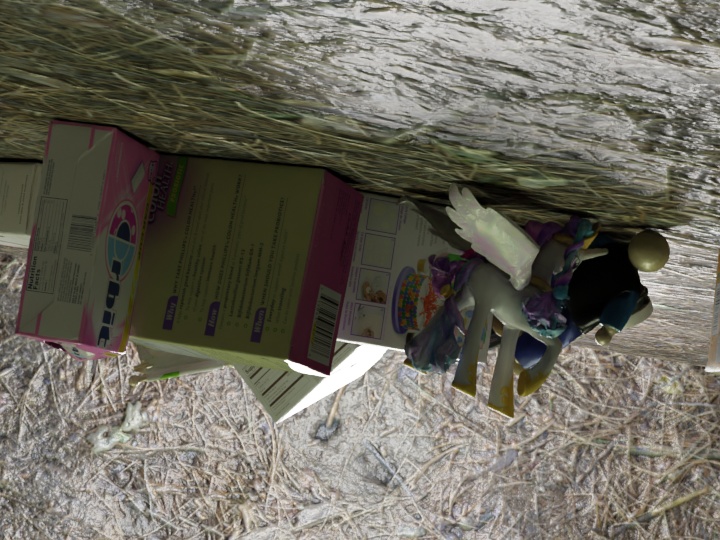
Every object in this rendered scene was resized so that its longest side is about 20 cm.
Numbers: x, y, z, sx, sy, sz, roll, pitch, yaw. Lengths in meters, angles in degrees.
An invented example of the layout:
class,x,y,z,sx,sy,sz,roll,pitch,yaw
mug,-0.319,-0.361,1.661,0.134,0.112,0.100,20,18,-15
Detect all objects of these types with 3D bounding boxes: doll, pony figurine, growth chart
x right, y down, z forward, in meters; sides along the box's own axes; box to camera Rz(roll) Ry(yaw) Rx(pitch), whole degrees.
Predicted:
class,x,y,z,sx,sy,sz,roll,pitch,yaw
doll,0.212,0.019,1.598,0.048,0.138,0.199,20,136,-41
pony figurine,0.119,0.013,1.521,0.192,0.202,0.166,27,176,-20
growth chart,-0.204,0.080,1.955,0.143,0.018,0.200,-8,-159,-6

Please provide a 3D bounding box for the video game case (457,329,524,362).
class,x,y,z,sx,sy,sz,roll,pitch,yaw
video game case,0.171,0.046,1.783,0.198,0.019,0.143,-20,-170,-8

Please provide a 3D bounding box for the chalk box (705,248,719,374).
class,x,y,z,sx,sy,sz,roll,pitch,yaw
chalk box,0.430,0.046,1.521,0.198,0.126,0.124,7,176,3

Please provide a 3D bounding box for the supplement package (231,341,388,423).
class,x,y,z,sx,sy,sz,roll,pitch,yaw
supplement package,-0.034,0.063,1.907,0.156,0.111,0.200,-43,169,31

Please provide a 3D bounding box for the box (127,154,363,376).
class,x,y,z,sx,sy,sz,roll,pitch,yaw
box,-0.117,-0.006,1.552,0.198,0.178,0.097,6,170,24

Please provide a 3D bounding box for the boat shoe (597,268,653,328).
class,x,y,z,sx,sy,sz,roll,pitch,yaw
boat shoe,0.206,0.015,1.689,0.074,0.061,0.199,-35,-153,-33

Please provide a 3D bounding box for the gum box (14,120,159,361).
class,x,y,z,sx,sy,sz,roll,pitch,yaw
gum box,-0.242,-0.021,1.479,0.065,0.202,0.113,7,174,14

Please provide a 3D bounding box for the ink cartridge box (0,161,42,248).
class,x,y,z,sx,sy,sz,roll,pitch,yaw
ink cartridge box,-0.380,-0.071,1.883,0.199,0.084,0.146,5,174,41

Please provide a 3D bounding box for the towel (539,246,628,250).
class,x,y,z,sx,sy,sz,roll,pitch,yaw
towel,0.188,-0.025,1.762,0.198,0.024,0.153,8,176,-8

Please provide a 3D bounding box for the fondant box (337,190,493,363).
class,x,y,z,sx,sy,sz,roll,pitch,yaw
fondant box,0.034,0.005,1.629,0.198,0.146,0.058,10,175,-10
